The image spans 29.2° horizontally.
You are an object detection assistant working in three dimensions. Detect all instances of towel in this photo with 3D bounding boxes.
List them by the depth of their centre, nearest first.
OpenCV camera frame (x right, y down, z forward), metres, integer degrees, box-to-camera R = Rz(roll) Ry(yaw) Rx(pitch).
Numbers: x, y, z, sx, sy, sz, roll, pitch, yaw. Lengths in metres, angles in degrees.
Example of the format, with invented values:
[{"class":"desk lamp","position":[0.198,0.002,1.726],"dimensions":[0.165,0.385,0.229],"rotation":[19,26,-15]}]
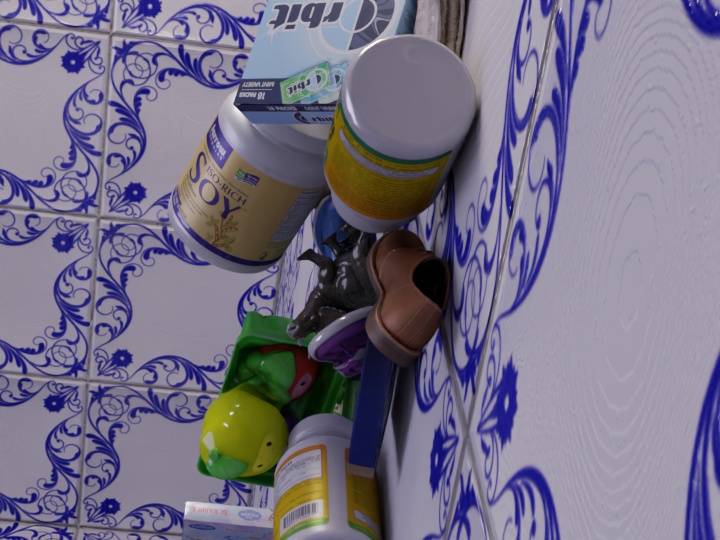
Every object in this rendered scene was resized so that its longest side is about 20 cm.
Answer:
[{"class":"towel","position":[0.076,-0.278,1.278],"dimensions":[0.133,0.034,0.201],"rotation":[-151,68,-82]}]

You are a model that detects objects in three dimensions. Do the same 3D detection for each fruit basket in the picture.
[{"class":"fruit basket","position":[-0.107,0.167,1.549],"dimensions":[0.216,0.155,0.217],"rotation":[-168,90,-75]}]

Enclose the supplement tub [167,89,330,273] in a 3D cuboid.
[{"class":"supplement tub","position":[-0.110,-0.111,1.519],"dimensions":[0.200,0.145,0.146],"rotation":[-55,22,33]}]

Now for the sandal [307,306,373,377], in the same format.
[{"class":"sandal","position":[0.002,0.083,1.437],"dimensions":[0.050,0.082,0.203],"rotation":[52,-178,15]}]

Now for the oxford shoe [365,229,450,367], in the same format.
[{"class":"oxford shoe","position":[0.050,0.008,1.195],"dimensions":[0.071,0.071,0.200],"rotation":[-49,17,20]}]

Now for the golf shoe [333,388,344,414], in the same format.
[{"class":"golf shoe","position":[-0.046,0.175,1.689],"dimensions":[0.200,0.078,0.098],"rotation":[-98,6,-62]}]

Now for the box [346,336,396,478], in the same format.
[{"class":"box","position":[0.022,0.084,1.337],"dimensions":[0.121,0.032,0.201],"rotation":[-71,-7,-62]}]

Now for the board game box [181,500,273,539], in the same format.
[{"class":"board game box","position":[-0.241,0.505,2.628],"dimensions":[0.200,0.199,0.041],"rotation":[107,168,-55]}]

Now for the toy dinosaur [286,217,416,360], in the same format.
[{"class":"toy dinosaur","position":[0.001,0.001,1.451],"dimensions":[0.102,0.200,0.077],"rotation":[57,-154,-1]}]

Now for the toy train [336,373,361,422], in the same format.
[{"class":"toy train","position":[-0.010,0.196,1.588],"dimensions":[0.056,0.042,0.201],"rotation":[162,114,-72]}]

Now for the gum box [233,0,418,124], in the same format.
[{"class":"gum box","position":[-0.022,-0.243,1.385],"dimensions":[0.045,0.169,0.201],"rotation":[44,-123,-52]}]

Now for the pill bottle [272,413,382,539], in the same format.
[{"class":"pill bottle","position":[-0.035,0.243,1.425],"dimensions":[0.200,0.111,0.111],"rotation":[-94,12,-56]}]

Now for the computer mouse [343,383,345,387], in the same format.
[{"class":"computer mouse","position":[-0.009,0.099,1.723],"dimensions":[0.200,0.034,0.059],"rotation":[-90,-12,-76]}]

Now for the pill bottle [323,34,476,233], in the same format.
[{"class":"pill bottle","position":[0.027,-0.109,1.200],"dimensions":[0.200,0.112,0.113],"rotation":[110,164,-68]}]

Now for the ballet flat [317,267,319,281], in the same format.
[{"class":"ballet flat","position":[-0.022,-0.046,1.796],"dimensions":[0.200,0.067,0.064],"rotation":[106,175,-57]}]

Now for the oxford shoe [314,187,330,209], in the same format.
[{"class":"oxford shoe","position":[-0.022,-0.118,1.660],"dimensions":[0.200,0.073,0.071],"rotation":[-45,-48,-70]}]

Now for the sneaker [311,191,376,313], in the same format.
[{"class":"sneaker","position":[0.000,0.000,1.535],"dimensions":[0.089,0.078,0.201],"rotation":[38,140,55]}]
